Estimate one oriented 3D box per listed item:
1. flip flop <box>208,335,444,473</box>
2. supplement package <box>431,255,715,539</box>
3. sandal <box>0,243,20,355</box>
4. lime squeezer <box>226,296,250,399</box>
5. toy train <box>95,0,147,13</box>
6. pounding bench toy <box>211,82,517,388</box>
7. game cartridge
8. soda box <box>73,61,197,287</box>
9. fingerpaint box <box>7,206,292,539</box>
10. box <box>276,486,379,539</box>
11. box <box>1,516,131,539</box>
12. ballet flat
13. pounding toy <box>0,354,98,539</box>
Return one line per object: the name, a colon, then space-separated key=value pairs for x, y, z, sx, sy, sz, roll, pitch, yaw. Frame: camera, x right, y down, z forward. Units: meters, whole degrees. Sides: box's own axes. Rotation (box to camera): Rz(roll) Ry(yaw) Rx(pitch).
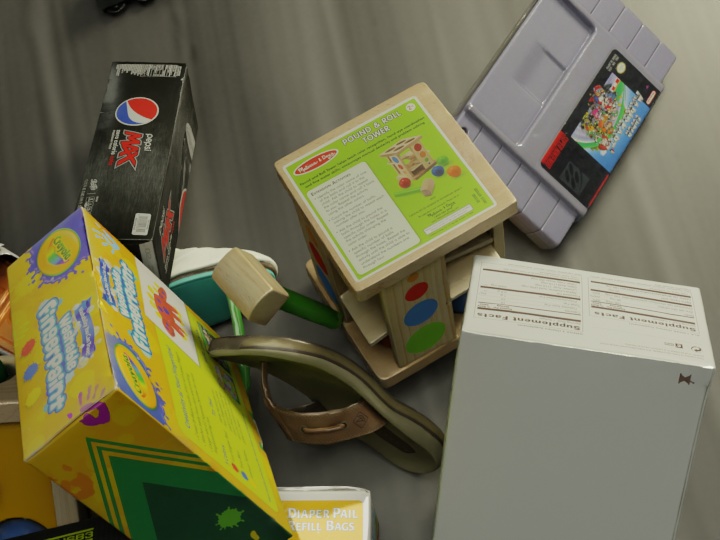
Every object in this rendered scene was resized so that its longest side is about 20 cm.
flip flop: x=-0.021 y=0.100 z=0.878 sx=0.199 sy=0.081 sz=0.058 roll=37 pitch=65 yaw=-30
supplement package: x=0.132 y=0.113 z=0.834 sx=0.153 sy=0.203 sz=0.111 roll=8 pitch=25 yaw=6
sandal: x=-0.267 y=0.016 z=0.917 sx=0.204 sy=0.059 sz=0.080 roll=22 pitch=74 yaw=17
lime squeezer: x=-0.104 y=0.119 z=0.934 sx=0.070 sy=0.038 sz=0.203 roll=20 pitch=84 yaw=23
toy train: x=-0.139 y=-0.276 z=1.087 sx=0.197 sy=0.034 sz=0.046 roll=-23 pitch=58 yaw=-5
pounding bench toy: x=0.000 y=0.000 z=0.907 sx=0.198 sy=0.157 sz=0.125 roll=-29 pitch=58 yaw=-10
game cartridge: x=0.157 y=-0.132 z=0.992 sx=0.129 sy=0.038 sz=0.201 roll=38 pitch=71 yaw=-9
soda box: x=-0.167 y=-0.069 z=0.955 sx=0.062 sy=0.071 sz=0.202 roll=0 pitch=47 yaw=3
fingerpaint box: x=-0.139 y=0.080 z=0.803 sx=0.073 sy=0.167 sz=0.201 roll=-37 pitch=36 yaw=7
box: x=-0.039 y=0.255 z=0.844 sx=0.099 sy=0.113 sz=0.203 roll=-1 pitch=69 yaw=4
box: x=-0.205 y=0.264 z=0.817 sx=0.190 sy=0.203 sz=0.048 roll=-13 pitch=26 yaw=0
ballet flat: x=-0.162 y=0.021 z=0.966 sx=0.198 sy=0.070 sz=0.070 roll=-26 pitch=71 yaw=-6
pounding toy: x=-0.272 y=0.133 z=0.837 sx=0.181 sy=0.142 sz=0.204 roll=-4 pitch=104 yaw=1
